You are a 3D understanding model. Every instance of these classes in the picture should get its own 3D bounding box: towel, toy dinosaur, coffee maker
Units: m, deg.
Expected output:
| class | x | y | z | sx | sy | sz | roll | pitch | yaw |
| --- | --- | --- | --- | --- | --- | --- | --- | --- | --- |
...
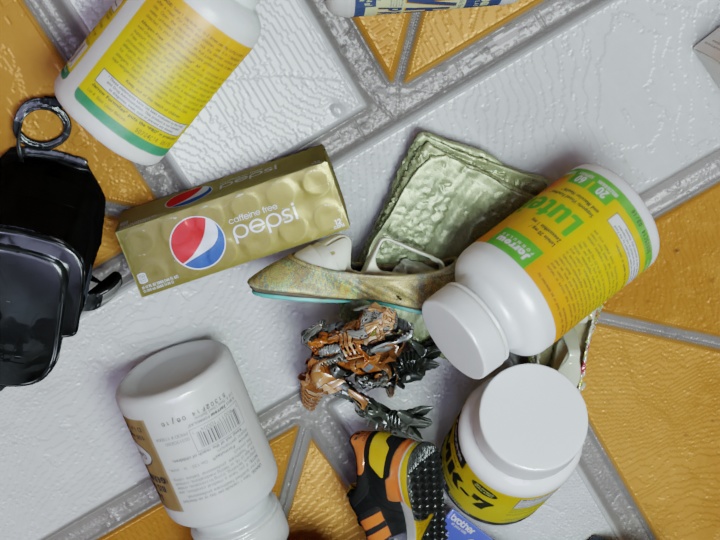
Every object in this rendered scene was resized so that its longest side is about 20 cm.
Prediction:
| class | x | y | z | sx | sy | sz | roll | pitch | yaw |
| --- | --- | --- | --- | --- | --- | --- | --- | --- | --- |
| towel | 0.077 | -0.019 | 1.221 | 0.148 | 0.037 | 0.200 | 22 | 106 | -13 |
| toy dinosaur | 0.000 | 0.084 | 1.195 | 0.135 | 0.200 | 0.102 | 24 | 78 | -18 |
| coffee maker | -0.287 | -0.026 | 1.096 | 0.134 | 0.200 | 0.193 | -12 | 110 | -2 |

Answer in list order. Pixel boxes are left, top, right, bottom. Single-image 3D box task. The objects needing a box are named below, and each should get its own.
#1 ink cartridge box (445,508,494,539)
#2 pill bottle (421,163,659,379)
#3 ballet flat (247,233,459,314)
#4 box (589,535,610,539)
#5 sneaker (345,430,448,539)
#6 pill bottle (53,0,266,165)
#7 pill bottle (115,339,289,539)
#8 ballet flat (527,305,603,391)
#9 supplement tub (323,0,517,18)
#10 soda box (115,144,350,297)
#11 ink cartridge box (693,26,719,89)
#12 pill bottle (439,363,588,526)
| class | x | y | z | sx | sy | sz | roll | pitch | yaw |
| --- | --- | --- | --- | --- | --- | --- | --- | --- | --- |
| ink cartridge box | 0.066 | 0.335 | 1.344 | 0.119 | 0.042 | 0.200 | 39 | 105 | -17 |
| pill bottle | 0.154 | 0.004 | 1.140 | 0.200 | 0.111 | 0.111 | -36 | 111 | -19 |
| ballet flat | 0.000 | 0.000 | 1.167 | 0.199 | 0.071 | 0.071 | 7 | 109 | -13 |
| box | 0.248 | 0.411 | 1.303 | 0.197 | 0.124 | 0.200 | -39 | 113 | -29 |
| sneaker | 0.029 | 0.239 | 1.266 | 0.090 | 0.070 | 0.201 | 17 | 123 | 31 |
| pill bottle | -0.155 | -0.196 | 1.095 | 0.113 | 0.113 | 0.200 | 37 | 102 | -16 |
| pill bottle | -0.142 | 0.177 | 1.228 | 0.114 | 0.114 | 0.200 | -19 | 110 | 2 |
| ballet flat | 0.199 | 0.055 | 1.244 | 0.075 | 0.064 | 0.201 | 0 | 109 | -7 |
| supplement tub | 0.065 | -0.286 | 1.066 | 0.199 | 0.145 | 0.145 | -5 | 110 | -3 |
| soda box | -0.114 | -0.046 | 1.178 | 0.199 | 0.064 | 0.068 | -19 | 110 | 1 |
| ink cartridge box | 0.426 | -0.199 | 1.164 | 0.200 | 0.083 | 0.147 | -38 | 108 | 9 |
| pill bottle | 0.138 | 0.159 | 1.193 | 0.114 | 0.200 | 0.115 | 2 | 67 | -4 |
